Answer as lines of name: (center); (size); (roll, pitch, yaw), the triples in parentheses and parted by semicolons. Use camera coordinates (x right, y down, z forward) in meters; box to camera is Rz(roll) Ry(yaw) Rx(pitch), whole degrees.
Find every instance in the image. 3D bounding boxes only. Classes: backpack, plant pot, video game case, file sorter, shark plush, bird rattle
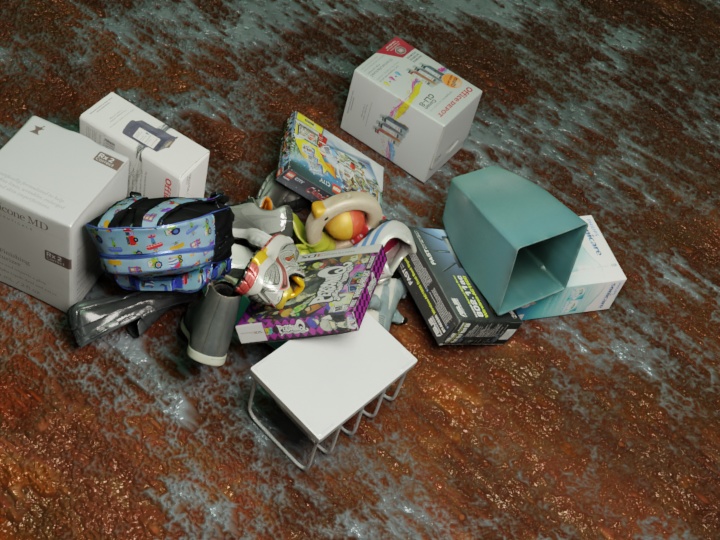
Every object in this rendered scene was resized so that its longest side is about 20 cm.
backpack: (-0.286, -0.037, 1.483); (0.181, 0.136, 0.200); (0, 11, 12)
plant pot: (0.226, -0.063, 1.646); (0.140, 0.142, 0.200); (-18, 49, -27)
video game case: (-0.067, 0.032, 1.523); (0.180, 0.036, 0.200); (-8, 28, 19)
file sorter: (-0.046, 0.167, 1.494); (0.139, 0.125, 0.200); (42, 53, 19)
shark plush: (0.040, 0.062, 1.669); (0.083, 0.091, 0.200); (50, 37, -5)
bird rattle: (-0.021, -0.060, 1.671); (0.198, 0.164, 0.113); (-5, 55, -13)

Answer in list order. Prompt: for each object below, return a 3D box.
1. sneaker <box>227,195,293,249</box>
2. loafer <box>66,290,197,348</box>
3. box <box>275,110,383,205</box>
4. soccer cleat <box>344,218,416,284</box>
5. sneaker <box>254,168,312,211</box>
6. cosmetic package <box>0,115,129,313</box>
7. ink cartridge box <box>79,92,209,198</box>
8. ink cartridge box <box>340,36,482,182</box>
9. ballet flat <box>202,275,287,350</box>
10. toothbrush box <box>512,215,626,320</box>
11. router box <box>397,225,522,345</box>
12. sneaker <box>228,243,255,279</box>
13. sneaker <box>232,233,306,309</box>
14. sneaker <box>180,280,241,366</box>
sneaker: (-0.178, -0.084, 1.662); (0.199, 0.080, 0.074); (15, 9, 36)
loafer: (-0.333, 0.064, 1.549); (0.199, 0.068, 0.071); (-14, 87, -31)
box: (-0.048, -0.164, 1.766); (0.199, 0.038, 0.137); (30, 45, -28)
soccer cleat: (0.000, 0.000, 1.624); (0.200, 0.070, 0.086); (-41, 40, 1)
sneaker: (-0.110, -0.135, 1.767); (0.091, 0.076, 0.200); (38, 54, 7)
cosmetic package: (-0.453, -0.081, 1.541); (0.164, 0.201, 0.166); (23, 49, 5)
ink cartridge box: (-0.347, -0.167, 1.677); (0.199, 0.145, 0.084); (32, 50, 12)
ink cartridge box: (0.092, -0.291, 1.901); (0.199, 0.145, 0.145); (35, 50, 13)
ballet flat: (-0.155, 0.067, 1.602); (0.199, 0.068, 0.062); (37, 26, 11)
toothbrush box: (0.321, -0.006, 1.763); (0.198, 0.086, 0.147); (-8, 53, -20)
router box: (0.150, 0.024, 1.674); (0.149, 0.062, 0.201); (3, 48, -41)
sneaker: (-0.255, -0.031, 1.635); (0.198, 0.080, 0.074); (8, 47, -11)
sneaker: (-0.118, 0.010, 1.488); (0.082, 0.078, 0.200); (33, 19, -2)
sneaker: (-0.206, 0.057, 1.505); (0.074, 0.107, 0.200); (17, 11, -17)
